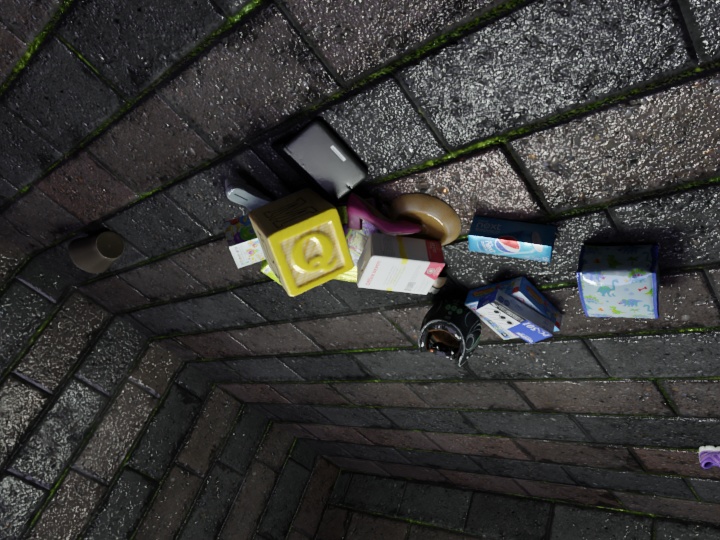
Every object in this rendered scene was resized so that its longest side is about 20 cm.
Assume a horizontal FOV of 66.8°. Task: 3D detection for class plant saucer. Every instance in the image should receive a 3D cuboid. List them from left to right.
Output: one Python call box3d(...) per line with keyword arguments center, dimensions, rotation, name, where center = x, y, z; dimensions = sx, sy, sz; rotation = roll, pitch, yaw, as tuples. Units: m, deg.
box3d(center=(0.165, -0.121, 1.448), dimensions=(0.200, 0.035, 0.200), rotation=(17, 148, 11), name="plant saucer")

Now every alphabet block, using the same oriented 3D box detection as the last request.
box3d(center=(-0.159, -0.082, 1.460), dimensions=(0.200, 0.196, 0.196), rotation=(43, 156, 57), name="alphabet block")

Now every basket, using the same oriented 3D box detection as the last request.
box3d(center=(-1.056, -0.081, 2.210), dimensions=(0.200, 0.136, 0.180), rotation=(-16, 135, 41), name="basket")

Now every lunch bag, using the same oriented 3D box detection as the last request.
box3d(center=(0.619, 0.039, 1.305), dimensions=(0.170, 0.127, 0.200), rotation=(1, 132, 32), name="lunch bag")

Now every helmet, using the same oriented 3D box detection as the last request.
box3d(center=(0.279, 0.186, 1.683), dimensions=(0.200, 0.191, 0.200), rotation=(10, 113, 25), name="helmet")

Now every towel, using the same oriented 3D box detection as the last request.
box3d(center=(0.000, 0.000, 1.609), dimensions=(0.200, 0.018, 0.086), rotation=(8, 130, -4), name="towel")

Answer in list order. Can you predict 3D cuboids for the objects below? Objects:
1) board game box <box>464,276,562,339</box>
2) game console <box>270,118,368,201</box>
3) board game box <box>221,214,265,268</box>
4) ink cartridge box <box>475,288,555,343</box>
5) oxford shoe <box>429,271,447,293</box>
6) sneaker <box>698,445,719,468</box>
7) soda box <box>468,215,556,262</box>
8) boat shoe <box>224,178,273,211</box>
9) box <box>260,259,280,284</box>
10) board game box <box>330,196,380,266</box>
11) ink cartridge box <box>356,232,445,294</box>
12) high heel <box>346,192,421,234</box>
box3d(center=(0.445, 0.115, 1.595), dimensions=(0.200, 0.056, 0.196), rotation=(40, 144, -25), name="board game box")
box3d(center=(-0.106, -0.284, 1.398), dimensions=(0.176, 0.116, 0.200), rotation=(-36, 121, 21), name="game console")
box3d(center=(-0.287, -0.105, 1.603), dimensions=(0.200, 0.103, 0.105), rotation=(-19, 145, -9), name="board game box")
box3d(center=(0.433, 0.130, 1.529), dimensions=(0.200, 0.044, 0.094), rotation=(30, 149, -11), name="ink cartridge box")
box3d(center=(0.164, -0.022, 1.581), dimensions=(0.200, 0.073, 0.084), rotation=(31, 124, -8), name="oxford shoe")
box3d(center=(1.236, 0.631, 1.821), dimensions=(0.081, 0.083, 0.200), rotation=(32, 146, -13), name="sneaker")
box3d(center=(0.372, -0.078, 1.345), dimensions=(0.200, 0.068, 0.064), rotation=(9, 146, 22), name="soda box")
box3d(center=(-0.311, -0.213, 1.594), dimensions=(0.074, 0.067, 0.200), rotation=(-35, 144, 16), name="boat shoe")
box3d(center=(-0.251, -0.040, 1.715), dimensions=(0.048, 0.200, 0.122), rotation=(-38, 123, 21), name="box")
box3d(center=(-0.005, -0.103, 1.505), dimensions=(0.120, 0.032, 0.200), rotation=(0, 121, 17), name="board game box")
box3d(center=(0.102, -0.017, 1.452), dimensions=(0.200, 0.083, 0.145), rotation=(6, 143, -15), name="ink cartridge box")
box3d(center=(0.060, -0.146, 1.412), dimensions=(0.200, 0.067, 0.096), rotation=(5, 101, 4), name="high heel")
